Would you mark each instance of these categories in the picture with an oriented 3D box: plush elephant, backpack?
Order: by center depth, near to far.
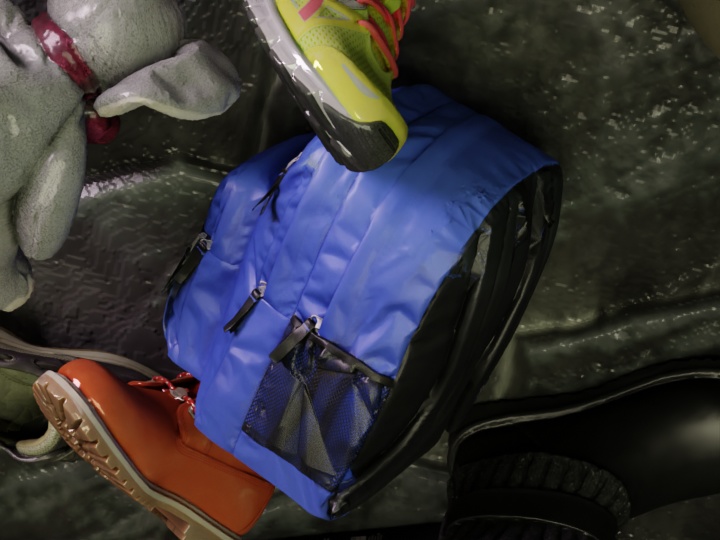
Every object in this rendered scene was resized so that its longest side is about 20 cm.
[{"bbox_3d":[-0.156,-0.101,1.033,0.154,0.200,0.165,-26,79,-18],"label":"plush elephant"},{"bbox_3d":[0.000,0.000,1.061,0.167,0.162,0.201,34,119,8],"label":"backpack"}]

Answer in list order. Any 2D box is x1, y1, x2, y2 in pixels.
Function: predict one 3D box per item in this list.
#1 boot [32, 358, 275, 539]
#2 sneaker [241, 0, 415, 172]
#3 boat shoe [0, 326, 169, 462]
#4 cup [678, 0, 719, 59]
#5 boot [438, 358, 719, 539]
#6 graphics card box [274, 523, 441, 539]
[{"bbox_3d":[-0.100,0.080,1.119,0.107,0.075,0.200,-50,145,-5],"label":"boot"},{"bbox_3d":[-0.007,-0.129,0.983,0.090,0.200,0.078,-28,135,4],"label":"sneaker"},{"bbox_3d":[-0.180,0.079,1.148,0.200,0.066,0.072,23,114,-26],"label":"boat shoe"},{"bbox_3d":[0.247,-0.150,0.973,0.199,0.143,0.201,2,117,3],"label":"cup"},{"bbox_3d":[0.140,0.132,1.120,0.210,0.158,0.080,-13,116,11],"label":"boot"},{"bbox_3d":[-0.019,0.202,1.188,0.199,0.126,0.051,-8,110,8],"label":"graphics card box"}]
